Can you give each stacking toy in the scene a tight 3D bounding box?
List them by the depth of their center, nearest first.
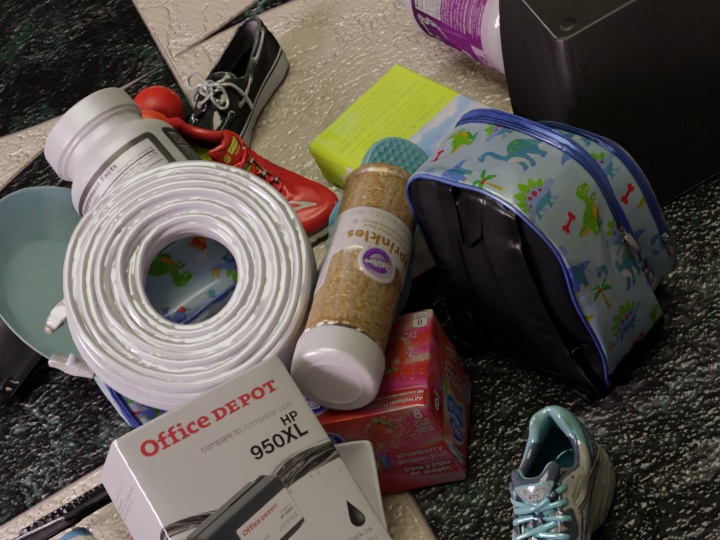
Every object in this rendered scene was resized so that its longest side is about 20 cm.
[{"bbox_3d":[-0.213,-0.106,1.880,0.085,0.086,0.201,-12,36,19],"label":"stacking toy"}]

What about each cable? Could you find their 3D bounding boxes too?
[{"bbox_3d":[-0.131,0.009,1.495,0.198,0.069,0.202,21,73,10],"label":"cable"}]

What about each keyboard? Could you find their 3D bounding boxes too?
[{"bbox_3d":[-0.218,0.185,1.525,0.127,0.021,0.200,-33,-4,26],"label":"keyboard"}]

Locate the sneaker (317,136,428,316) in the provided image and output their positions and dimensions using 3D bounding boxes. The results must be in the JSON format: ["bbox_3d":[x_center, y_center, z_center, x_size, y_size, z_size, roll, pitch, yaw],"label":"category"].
[{"bbox_3d":[0.000,0.000,1.624,0.079,0.131,0.201,24,66,-4],"label":"sneaker"}]

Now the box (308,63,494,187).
[{"bbox_3d":[0.059,-0.105,1.732,0.122,0.048,0.199,-43,42,-15],"label":"box"}]

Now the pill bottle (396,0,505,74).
[{"bbox_3d":[0.111,-0.258,1.811,0.112,0.113,0.200,-40,41,-13],"label":"pill bottle"}]

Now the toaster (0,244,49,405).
[{"bbox_3d":[-0.353,0.038,1.776,0.199,0.114,0.129,12,52,39],"label":"toaster"}]

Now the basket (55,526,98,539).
[{"bbox_3d":[-0.189,0.283,1.377,0.138,0.177,0.200,-28,29,-3],"label":"basket"}]

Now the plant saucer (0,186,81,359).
[{"bbox_3d":[-0.253,0.018,1.714,0.039,0.200,0.202,-47,26,39],"label":"plant saucer"}]

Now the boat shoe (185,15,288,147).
[{"bbox_3d":[-0.132,-0.165,1.890,0.073,0.068,0.200,7,52,35],"label":"boat shoe"}]

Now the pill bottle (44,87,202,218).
[{"bbox_3d":[-0.182,-0.060,1.713,0.116,0.116,0.200,-38,72,-11],"label":"pill bottle"}]

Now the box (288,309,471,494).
[{"bbox_3d":[-0.020,0.114,1.514,0.198,0.096,0.100,-12,44,19],"label":"box"}]

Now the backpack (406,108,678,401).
[{"bbox_3d":[0.136,-0.031,1.491,0.182,0.201,0.147,19,59,43],"label":"backpack"}]

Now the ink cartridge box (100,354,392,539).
[{"bbox_3d":[-0.074,0.184,1.380,0.144,0.084,0.201,-27,75,-24],"label":"ink cartridge box"}]

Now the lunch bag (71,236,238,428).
[{"bbox_3d":[-0.131,0.042,1.608,0.199,0.161,0.083,-36,63,-11],"label":"lunch bag"}]

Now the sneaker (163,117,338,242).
[{"bbox_3d":[-0.109,-0.083,1.763,0.198,0.085,0.077,20,57,22],"label":"sneaker"}]

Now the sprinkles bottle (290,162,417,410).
[{"bbox_3d":[0.000,0.009,1.482,0.068,0.069,0.201,-7,45,24],"label":"sprinkles bottle"}]

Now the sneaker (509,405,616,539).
[{"bbox_3d":[0.127,0.183,1.363,0.077,0.087,0.201,-11,43,22],"label":"sneaker"}]

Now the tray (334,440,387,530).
[{"bbox_3d":[-0.071,0.198,1.482,0.198,0.022,0.109,-13,83,19],"label":"tray"}]

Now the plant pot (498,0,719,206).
[{"bbox_3d":[0.222,-0.190,1.625,0.198,0.178,0.201,-29,39,-1],"label":"plant pot"}]
